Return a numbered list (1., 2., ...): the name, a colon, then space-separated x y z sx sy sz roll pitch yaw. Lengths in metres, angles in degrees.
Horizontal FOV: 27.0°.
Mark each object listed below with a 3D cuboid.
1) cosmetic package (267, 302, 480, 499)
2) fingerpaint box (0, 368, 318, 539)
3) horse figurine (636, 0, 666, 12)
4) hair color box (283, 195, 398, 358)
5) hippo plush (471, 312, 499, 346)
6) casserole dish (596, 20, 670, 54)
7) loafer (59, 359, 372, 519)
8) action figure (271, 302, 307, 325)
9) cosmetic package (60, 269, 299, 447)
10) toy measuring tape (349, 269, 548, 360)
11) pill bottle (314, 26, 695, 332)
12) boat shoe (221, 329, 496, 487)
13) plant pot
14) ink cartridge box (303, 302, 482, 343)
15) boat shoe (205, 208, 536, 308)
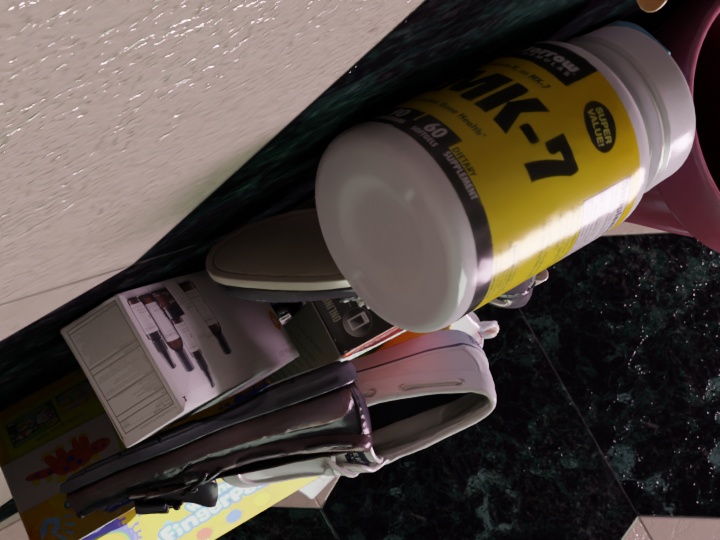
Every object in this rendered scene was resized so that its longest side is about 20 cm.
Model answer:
1. cosmetic package: -0.012 0.075 1.202 0.200 0.071 0.101 -45 137 1
2. fingerpaint box: -0.156 0.132 1.105 0.199 0.074 0.167 -30 -140 -10
3. horse figurine: 0.151 -0.155 0.458 0.200 0.050 0.133 -41 -177 39
4. hair color box: 0.000 0.000 1.043 0.061 0.102 0.200 -29 177 6
5. hippo plush: 0.053 0.046 1.652 0.159 0.161 0.200 -33 175 37
6. casserole dish: 0.110 -0.106 0.969 0.199 0.039 0.121 -30 176 -24
7. loafer: -0.086 0.119 0.940 0.199 0.063 0.072 -23 179 -8
8. action figure: -0.038 0.038 1.294 0.199 0.102 0.119 -32 -172 8
9. cosmetic package: -0.109 0.047 0.969 0.050 0.083 0.200 -30 177 18
10. toy measuring tape: 0.063 0.066 1.091 0.199 0.074 0.074 -26 176 -20
11. pill bottle: 0.083 -0.057 0.817 0.199 0.115 0.114 -29 176 -33
12. boat shoe: -0.006 0.102 1.001 0.199 0.074 0.065 -26 -144 4
13. plant pot: 0.256 -0.105 1.116 0.199 0.201 0.179 -28 -168 -29
14. ink cartridge box: -0.008 0.056 1.424 0.200 0.145 0.084 -33 174 36
15. boat shoe: 0.009 0.004 0.892 0.198 0.063 0.073 -5 -141 2
